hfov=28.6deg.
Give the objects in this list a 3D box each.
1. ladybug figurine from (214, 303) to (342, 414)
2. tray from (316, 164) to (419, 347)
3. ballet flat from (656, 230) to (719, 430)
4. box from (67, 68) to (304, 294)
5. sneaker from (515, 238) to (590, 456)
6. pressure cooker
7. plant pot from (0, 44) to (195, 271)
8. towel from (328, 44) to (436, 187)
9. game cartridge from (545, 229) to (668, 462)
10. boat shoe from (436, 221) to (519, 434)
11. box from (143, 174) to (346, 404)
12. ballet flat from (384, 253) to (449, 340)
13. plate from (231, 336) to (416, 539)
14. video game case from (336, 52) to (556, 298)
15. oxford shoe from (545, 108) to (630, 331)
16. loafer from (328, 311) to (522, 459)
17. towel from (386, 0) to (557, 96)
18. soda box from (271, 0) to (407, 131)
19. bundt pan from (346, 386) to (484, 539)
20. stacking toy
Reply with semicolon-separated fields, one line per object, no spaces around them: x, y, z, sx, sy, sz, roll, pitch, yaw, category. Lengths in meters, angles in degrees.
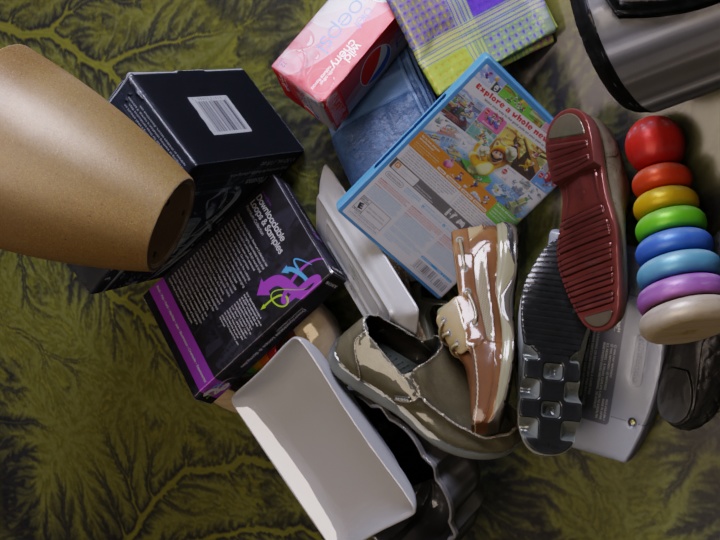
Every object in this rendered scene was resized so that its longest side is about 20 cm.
-0.098;0.083;1.504;0.198;0.072;0.138;-9;93;31;ladybug figurine
0.000;0.000;1.394;0.201;0.022;0.108;58;160;32;tray
0.318;0.048;1.274;0.066;0.056;0.202;28;106;38;ballet flat
-0.198;-0.096;1.458;0.197;0.199;0.124;-45;76;29;box
0.174;0.071;1.303;0.073;0.089;0.203;11;80;2;sneaker
0.289;-0.240;1.162;0.198;0.179;0.177;-17;121;31;pressure cooker
-0.259;-0.080;1.291;0.198;0.186;0.188;25;111;10;plant pot
0.020;-0.153;1.376;0.111;0.049;0.202;-24;77;8;towel
0.227;0.072;1.332;0.132;0.041;0.203;13;105;24;game cartridge
0.106;0.050;1.292;0.073;0.076;0.202;3;64;4;boat shoe
-0.121;0.019;1.455;0.200;0.036;0.144;-42;57;15;box
0.061;0.025;1.408;0.065;0.070;0.202;-12;101;23;ballet flat
-0.033;0.173;1.399;0.200;0.032;0.200;54;147;5;plate
0.094;-0.085;1.320;0.143;0.018;0.200;40;106;-22;video game case
0.220;-0.045;1.266;0.070;0.074;0.203;-15;74;46;oxford shoe
0.065;0.106;1.309;0.198;0.075;0.070;27;129;2;loafer
0.086;-0.278;1.298;0.142;0.023;0.202;-26;96;-12;towel
0.007;-0.236;1.336;0.070;0.063;0.201;36;81;19;soda box
0.046;0.191;1.406;0.201;0.075;0.204;33;138;34;bundt pan
0.269;-0.042;1.241;0.085;0.085;0.203;-21;67;31;stacking toy
